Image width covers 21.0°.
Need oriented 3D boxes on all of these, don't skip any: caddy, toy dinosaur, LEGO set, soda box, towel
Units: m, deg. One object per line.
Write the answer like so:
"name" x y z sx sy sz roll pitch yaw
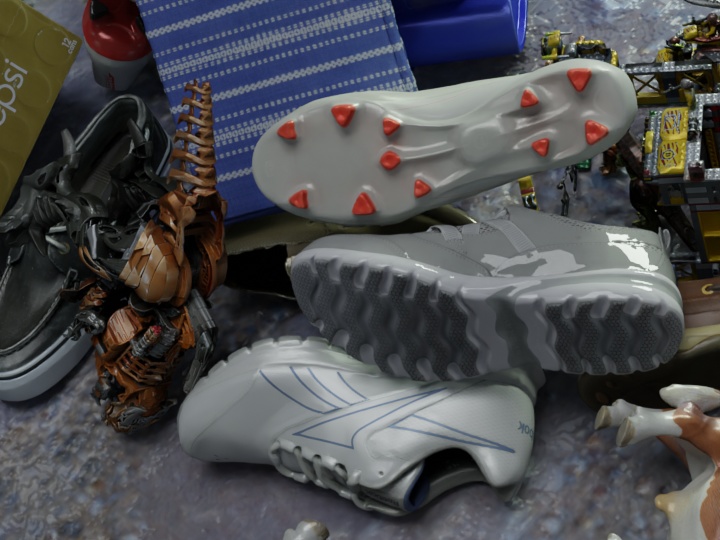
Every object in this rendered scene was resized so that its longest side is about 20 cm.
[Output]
"caddy" 0.043 -0.214 1.174 0.104 0.142 0.201 -4 52 12
"toy dinosaur" -0.112 -0.011 1.056 0.136 0.102 0.200 42 104 33
"LEGO set" 0.154 -0.079 1.046 0.153 0.116 0.201 5 56 23
"soda box" -0.246 -0.071 1.189 0.064 0.068 0.201 -23 41 54
"towel" -0.047 -0.132 1.047 0.144 0.201 0.024 -14 8 22

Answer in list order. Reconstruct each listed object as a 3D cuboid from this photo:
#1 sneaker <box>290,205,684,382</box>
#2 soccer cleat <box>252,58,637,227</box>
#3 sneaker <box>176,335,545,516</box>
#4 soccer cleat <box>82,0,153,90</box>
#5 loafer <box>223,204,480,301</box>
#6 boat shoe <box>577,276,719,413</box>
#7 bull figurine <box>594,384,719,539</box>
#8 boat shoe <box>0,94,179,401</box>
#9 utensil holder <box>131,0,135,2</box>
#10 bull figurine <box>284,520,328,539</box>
"sneaker" 0.065 0.007 0.979 0.199 0.075 0.082 6 42 9
"soccer cleat" 0.044 -0.065 0.993 0.199 0.078 0.070 -11 91 13
"sneaker" -0.003 0.083 1.011 0.199 0.075 0.088 -6 57 15
"soccer cleat" -0.131 -0.208 1.264 0.068 0.085 0.201 19 64 -2
"loafer" 0.000 0.000 1.074 0.199 0.076 0.068 11 58 38
"boat shoe" 0.207 0.024 0.981 0.199 0.072 0.068 -9 53 16
"bull figurine" 0.162 0.139 0.902 0.121 0.065 0.201 21 49 -6
"boat shoe" -0.177 -0.020 1.147 0.072 0.071 0.201 10 59 25
"utensil holder" -0.079 -0.271 1.111 0.200 0.170 0.171 -33 39 42
"bull figurine" 0.021 0.197 0.910 0.199 0.065 0.122 14 56 22
